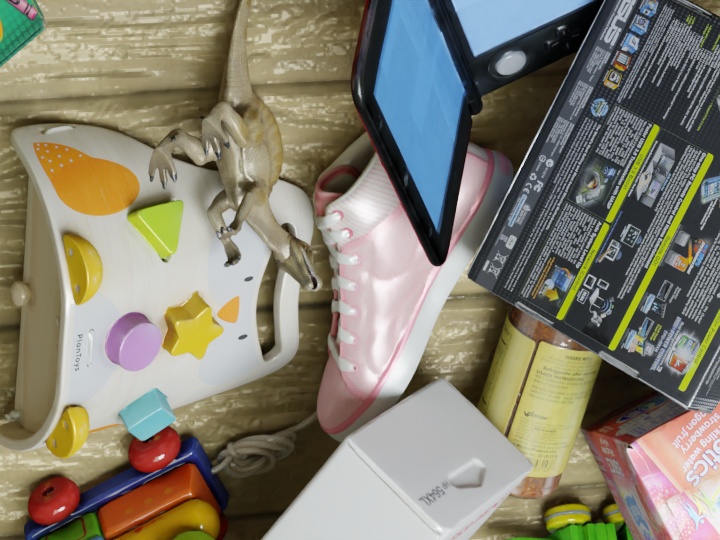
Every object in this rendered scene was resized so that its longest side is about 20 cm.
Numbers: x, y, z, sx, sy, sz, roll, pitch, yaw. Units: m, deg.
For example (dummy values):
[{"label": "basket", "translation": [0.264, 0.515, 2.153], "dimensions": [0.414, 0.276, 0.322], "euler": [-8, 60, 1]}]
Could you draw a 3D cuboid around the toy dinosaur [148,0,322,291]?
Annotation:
[{"label": "toy dinosaur", "translation": [-0.072, -0.078, 1.554], "dimensions": [0.058, 0.101, 0.201], "euler": [-1, 105, 31]}]

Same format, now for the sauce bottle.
[{"label": "sauce bottle", "translation": [0.120, 0.040, 1.656], "dimensions": [0.066, 0.066, 0.201], "euler": [11, 114, -18]}]

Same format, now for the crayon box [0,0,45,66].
[{"label": "crayon box", "translation": [-0.261, -0.196, 1.426], "dimensions": [0.058, 0.118, 0.201], "euler": [-46, 125, -32]}]

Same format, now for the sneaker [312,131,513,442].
[{"label": "sneaker", "translation": [0.000, 0.000, 1.614], "dimensions": [0.104, 0.075, 0.201], "euler": [24, 105, -21]}]

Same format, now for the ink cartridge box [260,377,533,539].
[{"label": "ink cartridge box", "translation": [-0.006, 0.172, 1.625], "dimensions": [0.084, 0.146, 0.200], "euler": [44, 117, 10]}]

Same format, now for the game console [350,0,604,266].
[{"label": "game console", "translation": [0.077, -0.123, 1.483], "dimensions": [0.172, 0.119, 0.200], "euler": [-25, 148, 2]}]

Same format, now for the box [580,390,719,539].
[{"label": "box", "translation": [0.207, 0.119, 1.634], "dimensions": [0.102, 0.200, 0.095], "euler": [-26, 90, -4]}]

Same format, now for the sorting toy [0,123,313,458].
[{"label": "sorting toy", "translation": [-0.112, 0.017, 1.597], "dimensions": [0.179, 0.107, 0.201], "euler": [-9, 119, -30]}]

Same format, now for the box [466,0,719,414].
[{"label": "box", "translation": [0.172, -0.045, 1.526], "dimensions": [0.044, 0.160, 0.201], "euler": [11, 107, -63]}]

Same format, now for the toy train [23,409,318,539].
[{"label": "toy train", "translation": [-0.101, 0.152, 1.638], "dimensions": [0.199, 0.116, 0.085], "euler": [-27, 119, 1]}]

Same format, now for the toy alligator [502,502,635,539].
[{"label": "toy alligator", "translation": [0.179, 0.185, 1.759], "dimensions": [0.199, 0.060, 0.054], "euler": [-1, 158, -14]}]
